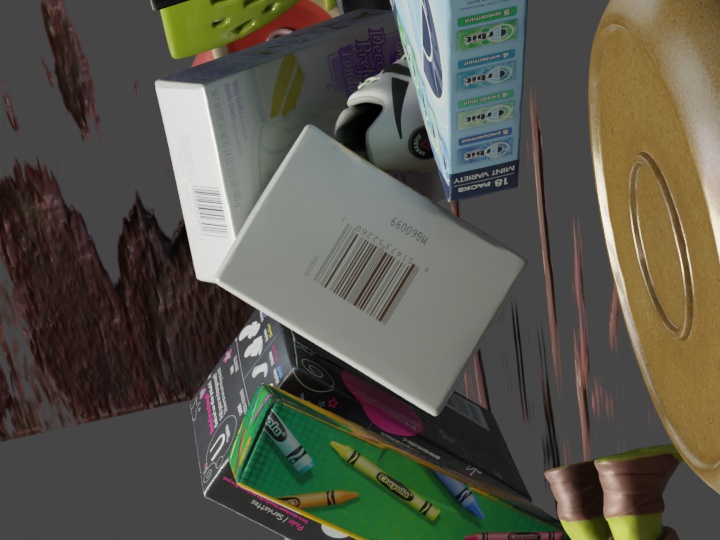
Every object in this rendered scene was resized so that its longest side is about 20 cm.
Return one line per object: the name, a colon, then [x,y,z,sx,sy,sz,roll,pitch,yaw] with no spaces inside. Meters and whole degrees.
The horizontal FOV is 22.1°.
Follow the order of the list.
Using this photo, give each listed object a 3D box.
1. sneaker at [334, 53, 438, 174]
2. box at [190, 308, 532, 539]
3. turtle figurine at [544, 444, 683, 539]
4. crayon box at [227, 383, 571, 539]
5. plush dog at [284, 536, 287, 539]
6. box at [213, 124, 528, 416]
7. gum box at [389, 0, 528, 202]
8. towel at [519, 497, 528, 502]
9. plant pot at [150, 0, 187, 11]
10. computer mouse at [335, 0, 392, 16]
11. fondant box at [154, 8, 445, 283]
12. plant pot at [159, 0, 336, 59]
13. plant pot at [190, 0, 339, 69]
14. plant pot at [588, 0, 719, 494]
sneaker: [0.023,-0.101,1.162,0.200,0.088,0.074,-115,12,-78]
box: [-0.004,0.125,1.277,0.200,0.115,0.132,31,-165,-21]
turtle figurine: [0.117,0.156,0.762,0.200,0.064,0.162,108,149,-82]
crayon box: [0.021,0.138,1.126,0.119,0.200,0.058,-174,108,-83]
plush dog: [-0.006,0.309,2.178,0.200,0.171,0.161,93,164,-72]
box: [0.000,0.000,1.133,0.106,0.152,0.200,-59,4,-2]
gum box: [0.045,-0.161,0.971,0.200,0.044,0.170,83,173,-61]
towel: [0.134,0.267,1.187,0.200,0.023,0.153,-105,6,-54]
plant pot: [-0.020,-0.229,0.727,0.200,0.177,0.200,-118,15,-74]
computer mouse: [0.009,-0.194,1.437,0.141,0.046,0.200,-100,-5,-58]
fondant box: [-0.038,-0.090,1.294,0.058,0.200,0.145,8,116,45]
plant pot: [-0.106,-0.328,1.606,0.199,0.181,0.200,88,170,-65]
plant pot: [-0.083,-0.176,1.813,0.177,0.200,0.201,108,151,-62]
plant pot: [0.111,-0.010,0.624,0.200,0.027,0.200,167,90,-87]
